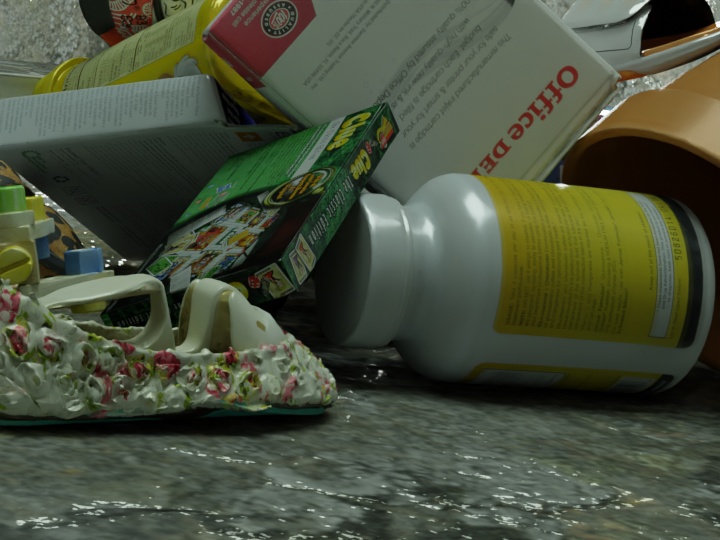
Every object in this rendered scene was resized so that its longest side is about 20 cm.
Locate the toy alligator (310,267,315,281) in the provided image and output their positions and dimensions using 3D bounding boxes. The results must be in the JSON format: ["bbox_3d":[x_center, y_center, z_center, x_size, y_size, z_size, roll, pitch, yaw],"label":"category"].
[{"bbox_3d":[0.000,0.000,1.237,0.054,0.060,0.200,7,-4,9],"label":"toy alligator"}]

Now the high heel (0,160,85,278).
[{"bbox_3d":[-0.206,-0.016,1.235,0.142,0.072,0.200,31,-1,8],"label":"high heel"}]

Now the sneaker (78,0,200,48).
[{"bbox_3d":[-0.107,-0.160,1.369,0.107,0.068,0.201,2,-17,17],"label":"sneaker"}]

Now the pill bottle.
[{"bbox_3d":[0.082,0.007,1.080,0.199,0.113,0.112,5,8,-23],"label":"pill bottle"}]

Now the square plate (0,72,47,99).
[{"bbox_3d":[-0.317,-0.085,1.368,0.198,0.029,0.200,-1,-20,-46],"label":"square plate"}]

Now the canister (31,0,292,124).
[{"bbox_3d":[-0.103,-0.105,1.300,0.148,0.087,0.200,21,-26,-36],"label":"canister"}]

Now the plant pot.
[{"bbox_3d":[0.239,-0.049,1.171,0.140,0.200,0.200,-45,36,-23],"label":"plant pot"}]

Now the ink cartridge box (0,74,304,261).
[{"bbox_3d":[-0.095,-0.061,1.236,0.199,0.041,0.200,-2,-20,19],"label":"ink cartridge box"}]

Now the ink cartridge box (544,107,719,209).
[{"bbox_3d":[0.151,-0.036,1.335,0.199,0.146,0.087,11,9,19],"label":"ink cartridge box"}]

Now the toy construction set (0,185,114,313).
[{"bbox_3d":[-0.206,-0.002,0.905,0.131,0.093,0.200,-4,-9,14],"label":"toy construction set"}]

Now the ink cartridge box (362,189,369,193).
[{"bbox_3d":[-0.016,-0.105,1.429,0.145,0.201,0.084,8,6,-36],"label":"ink cartridge box"}]

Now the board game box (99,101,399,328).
[{"bbox_3d":[-0.052,-0.028,1.030,0.104,0.024,0.200,-19,19,25],"label":"board game box"}]

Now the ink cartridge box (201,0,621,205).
[{"bbox_3d":[0.029,-0.122,1.156,0.200,0.146,0.085,42,-2,-9],"label":"ink cartridge box"}]

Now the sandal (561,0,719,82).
[{"bbox_3d":[0.145,-0.148,1.244,0.206,0.059,0.079,-7,13,44],"label":"sandal"}]

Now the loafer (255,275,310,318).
[{"bbox_3d":[-0.062,0.012,1.077,0.072,0.063,0.200,-14,18,19],"label":"loafer"}]

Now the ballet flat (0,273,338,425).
[{"bbox_3d":[-0.085,0.034,0.893,0.200,0.064,0.075,1,10,-43],"label":"ballet flat"}]
